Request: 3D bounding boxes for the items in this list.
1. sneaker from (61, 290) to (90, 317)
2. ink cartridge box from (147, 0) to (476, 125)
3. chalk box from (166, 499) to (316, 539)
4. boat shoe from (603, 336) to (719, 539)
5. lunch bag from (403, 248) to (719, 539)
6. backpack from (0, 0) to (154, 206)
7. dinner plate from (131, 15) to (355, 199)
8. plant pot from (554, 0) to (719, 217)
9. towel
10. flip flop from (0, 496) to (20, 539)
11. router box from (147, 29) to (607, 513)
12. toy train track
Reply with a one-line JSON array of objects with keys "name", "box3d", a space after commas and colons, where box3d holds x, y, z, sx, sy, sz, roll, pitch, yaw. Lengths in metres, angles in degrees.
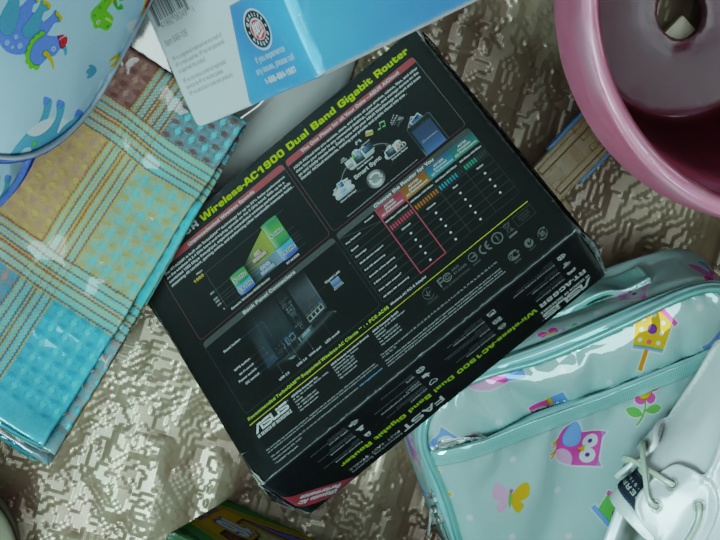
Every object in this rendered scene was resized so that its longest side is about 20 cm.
[{"name": "sneaker", "box3d": [-0.221, 0.045, 0.878, 0.199, 0.082, 0.075, -30, 99, -3]}, {"name": "ink cartridge box", "box3d": [-0.035, -0.198, 0.817, 0.145, 0.146, 0.202, -28, 99, -26]}, {"name": "chalk box", "box3d": [-0.016, 0.218, 0.879, 0.198, 0.124, 0.126, 22, 94, 9]}, {"name": "boat shoe", "box3d": [0.157, 0.116, 0.851, 0.066, 0.074, 0.202, 7, 109, -15]}, {"name": "lunch bag", "box3d": [0.119, 0.084, 0.912, 0.198, 0.077, 0.162, -22, 118, -4]}, {"name": "backpack", "box3d": [-0.192, -0.118, 0.733, 0.182, 0.147, 0.202, 25, 93, -41]}, {"name": "dinner plate", "box3d": [-0.096, -0.136, 0.903, 0.198, 0.024, 0.203, -1, 96, -7]}, {"name": "plant pot", "box3d": [0.176, -0.129, 0.828, 0.197, 0.179, 0.203, -1, 98, -9]}, {"name": "towel", "box3d": [-0.162, -0.029, 0.842, 0.146, 0.022, 0.201, 32, 73, -8]}, {"name": "flip flop", "box3d": [-0.222, 0.120, 0.853, 0.080, 0.201, 0.058, 2, 54, 3]}, {"name": "router box", "box3d": [0.000, 0.000, 0.863, 0.199, 0.062, 0.150, -38, 60, 5]}, {"name": "toy train track", "box3d": [0.109, -0.058, 0.935, 0.115, 0.033, 0.200, 45, 88, -8]}]
